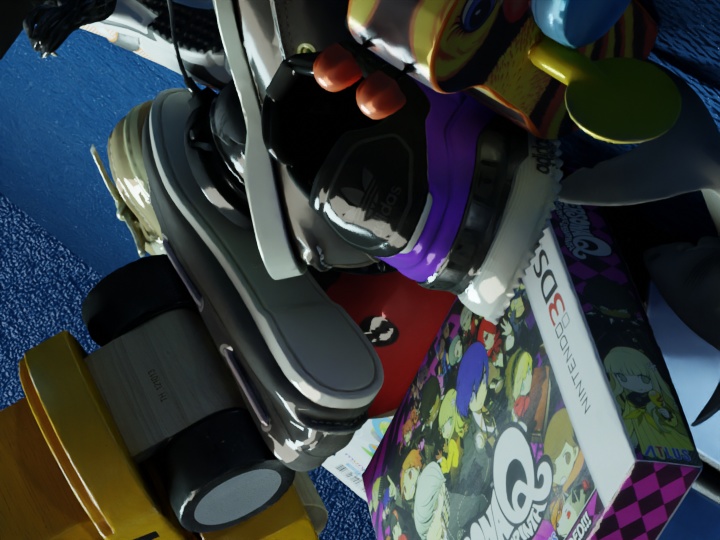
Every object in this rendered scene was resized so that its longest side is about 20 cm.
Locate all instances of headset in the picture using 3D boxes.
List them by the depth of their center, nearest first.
[{"bbox_3d":[-0.043,-0.072,1.007,0.200,0.124,0.094,30,-146,14],"label":"headset"}]

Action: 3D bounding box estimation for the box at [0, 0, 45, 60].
[{"bbox_3d":[-0.236,-0.212,1.113,0.200,0.124,0.149,32,170,25],"label":"box"}]

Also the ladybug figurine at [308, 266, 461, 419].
[{"bbox_3d":[0.000,0.000,1.111,0.136,0.072,0.200,52,134,18],"label":"ladybug figurine"}]

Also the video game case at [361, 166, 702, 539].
[{"bbox_3d":[0.065,0.086,1.004,0.036,0.200,0.182,10,-141,-21],"label":"video game case"}]

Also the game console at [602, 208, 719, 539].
[{"bbox_3d":[0.141,0.100,1.028,0.200,0.119,0.173,31,141,29],"label":"game console"}]

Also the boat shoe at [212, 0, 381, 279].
[{"bbox_3d":[-0.022,-0.092,0.931,0.072,0.060,0.202,-82,-16,-60],"label":"boat shoe"}]

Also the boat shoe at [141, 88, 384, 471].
[{"bbox_3d":[-0.056,0.002,1.057,0.067,0.057,0.200,-1,-134,-36],"label":"boat shoe"}]

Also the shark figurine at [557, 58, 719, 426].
[{"bbox_3d":[0.140,0.012,0.895,0.128,0.090,0.215,33,172,19],"label":"shark figurine"}]

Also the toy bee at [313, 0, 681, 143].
[{"bbox_3d":[0.029,-0.088,0.740,0.131,0.109,0.200,31,169,47],"label":"toy bee"}]

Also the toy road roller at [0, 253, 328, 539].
[{"bbox_3d":[-0.108,0.096,1.111,0.123,0.146,0.200,61,178,26],"label":"toy road roller"}]

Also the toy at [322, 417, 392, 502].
[{"bbox_3d":[0.008,0.060,1.276,0.115,0.047,0.200,41,151,-6],"label":"toy"}]

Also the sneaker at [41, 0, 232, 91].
[{"bbox_3d":[-0.098,-0.129,1.158,0.200,0.074,0.080,31,172,37],"label":"sneaker"}]

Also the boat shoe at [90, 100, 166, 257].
[{"bbox_3d":[-0.087,-0.019,1.185,0.062,0.074,0.200,-11,152,14],"label":"boat shoe"}]

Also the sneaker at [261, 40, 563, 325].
[{"bbox_3d":[0.015,-0.057,0.855,0.099,0.070,0.200,20,-160,-8],"label":"sneaker"}]
